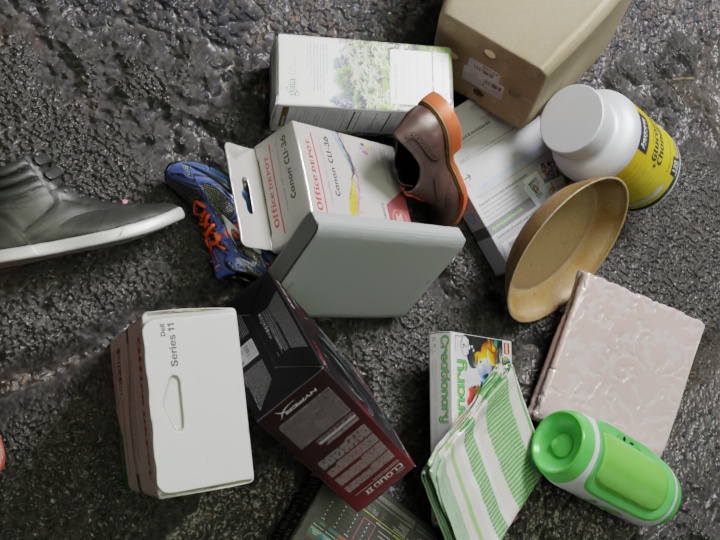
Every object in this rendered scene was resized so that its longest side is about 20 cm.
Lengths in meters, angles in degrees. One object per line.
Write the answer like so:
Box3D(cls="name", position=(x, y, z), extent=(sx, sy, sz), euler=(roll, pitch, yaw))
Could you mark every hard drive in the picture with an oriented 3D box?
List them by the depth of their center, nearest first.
Box3D(cls="hard drive", position=(0.000, 0.000, 0.875), extent=(0.198, 0.132, 0.026), euler=(2, 47, -41))

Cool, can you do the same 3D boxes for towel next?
Box3D(cls="towel", position=(0.137, 0.211, 0.911), extent=(0.200, 0.023, 0.155), euler=(-41, 116, -47))
Box3D(cls="towel", position=(0.314, 0.121, 1.050), extent=(0.197, 0.032, 0.194), euler=(22, 86, -19))

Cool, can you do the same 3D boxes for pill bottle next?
Box3D(cls="pill bottle", position=(0.299, -0.149, 1.035), extent=(0.199, 0.111, 0.114), euler=(18, 71, -47))

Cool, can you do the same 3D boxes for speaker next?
Box3D(cls="speaker", position=(0.285, 0.230, 0.987), extent=(0.199, 0.088, 0.090), euler=(31, 68, -32))

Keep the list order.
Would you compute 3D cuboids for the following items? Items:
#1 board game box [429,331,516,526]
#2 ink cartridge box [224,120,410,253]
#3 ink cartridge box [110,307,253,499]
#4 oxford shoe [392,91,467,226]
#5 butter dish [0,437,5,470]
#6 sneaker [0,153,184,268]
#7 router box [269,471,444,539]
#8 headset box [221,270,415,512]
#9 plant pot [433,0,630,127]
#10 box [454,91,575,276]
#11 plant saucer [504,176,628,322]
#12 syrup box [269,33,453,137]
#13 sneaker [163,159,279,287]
Box3D(cls="board game box", position=(0.125, 0.174, 0.949), extent=(0.125, 0.034, 0.204), euler=(12, 74, -48))
Box3D(cls="ink cartridge box", position=(-0.038, -0.079, 0.883), extent=(0.198, 0.067, 0.118), euler=(4, 67, -48))
Box3D(cls="ink cartridge box", position=(-0.165, 0.120, 0.764), extent=(0.082, 0.200, 0.149), euler=(-4, 82, -24))
Box3D(cls="oxford shoe", position=(0.068, -0.105, 0.936), extent=(0.072, 0.201, 0.071), euler=(-35, 56, -13))
Box3D(cls="butter dish", position=(-0.409, 0.115, 0.686), extent=(0.198, 0.147, 0.202), euler=(-23, 90, -26))
Box3D(cls="sneaker", position=(-0.272, -0.069, 0.823), extent=(0.197, 0.071, 0.101), euler=(-12, 90, -21))
Box3D(cls="router box", position=(0.002, 0.309, 0.879), extent=(0.199, 0.062, 0.151), euler=(39, 66, -13))
Box3D(cls="headset box", position=(-0.039, 0.119, 0.804), extent=(0.077, 0.149, 0.200), euler=(-38, 130, 2))
Box3D(cls="plant pot", position=(0.184, -0.290, 0.981), extent=(0.198, 0.200, 0.178), euler=(32, 75, 8))
Box3D(cls="box", position=(0.179, -0.119, 1.052), extent=(0.155, 0.041, 0.202), euler=(-33, 95, -26))
Box3D(cls="plant saucer", position=(0.233, -0.030, 1.005), extent=(0.198, 0.202, 0.035), euler=(-28, 52, -26))
Box3D(cls="syrup box", position=(-0.001, -0.200, 0.946), extent=(0.196, 0.081, 0.080), euler=(1, 78, -11))
Box3D(cls="sneaker", position=(-0.130, -0.032, 0.881), extent=(0.200, 0.075, 0.079), euler=(46, 69, -8))
